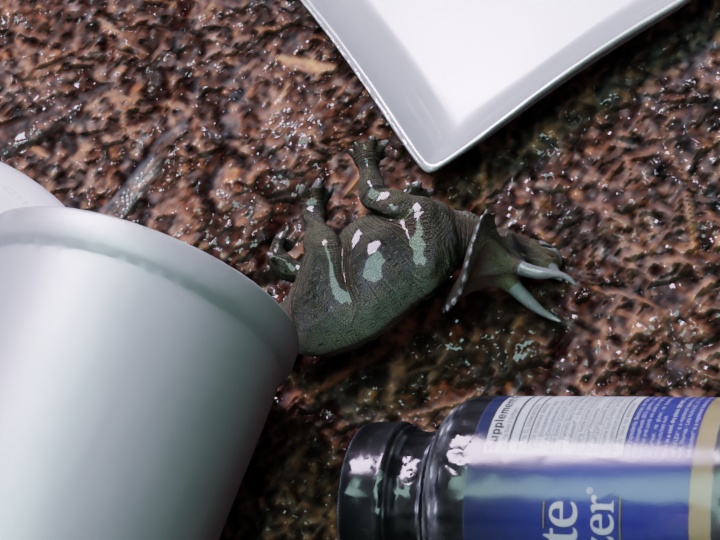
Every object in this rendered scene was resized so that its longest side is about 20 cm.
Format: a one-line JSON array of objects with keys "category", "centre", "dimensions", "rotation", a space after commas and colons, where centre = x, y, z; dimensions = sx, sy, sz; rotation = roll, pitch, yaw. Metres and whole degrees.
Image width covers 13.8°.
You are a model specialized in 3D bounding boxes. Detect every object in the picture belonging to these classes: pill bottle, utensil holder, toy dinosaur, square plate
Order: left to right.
[{"category": "utensil holder", "centre": [-0.141, 0.097, 1.463], "dimensions": [0.169, 0.170, 0.201], "rotation": [9, 66, 26]}, {"category": "toy dinosaur", "centre": [0.000, 0.000, 1.522], "dimensions": [0.199, 0.077, 0.102], "rotation": [-22, 47, 3]}, {"category": "square plate", "centre": [0.076, -0.165, 1.627], "dimensions": [0.200, 0.028, 0.198], "rotation": [-34, 53, -1]}, {"category": "pill bottle", "centre": [0.096, 0.114, 1.389], "dimensions": [0.199, 0.112, 0.112], "rotation": [-1, 59, 21]}]

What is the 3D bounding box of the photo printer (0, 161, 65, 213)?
[{"category": "photo printer", "centre": [-0.247, 0.024, 1.607], "dimensions": [0.166, 0.069, 0.200], "rotation": [25, 71, 32]}]
